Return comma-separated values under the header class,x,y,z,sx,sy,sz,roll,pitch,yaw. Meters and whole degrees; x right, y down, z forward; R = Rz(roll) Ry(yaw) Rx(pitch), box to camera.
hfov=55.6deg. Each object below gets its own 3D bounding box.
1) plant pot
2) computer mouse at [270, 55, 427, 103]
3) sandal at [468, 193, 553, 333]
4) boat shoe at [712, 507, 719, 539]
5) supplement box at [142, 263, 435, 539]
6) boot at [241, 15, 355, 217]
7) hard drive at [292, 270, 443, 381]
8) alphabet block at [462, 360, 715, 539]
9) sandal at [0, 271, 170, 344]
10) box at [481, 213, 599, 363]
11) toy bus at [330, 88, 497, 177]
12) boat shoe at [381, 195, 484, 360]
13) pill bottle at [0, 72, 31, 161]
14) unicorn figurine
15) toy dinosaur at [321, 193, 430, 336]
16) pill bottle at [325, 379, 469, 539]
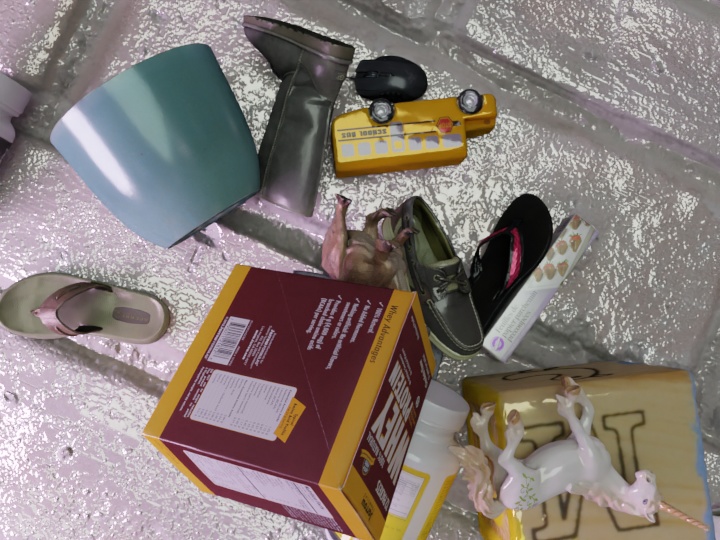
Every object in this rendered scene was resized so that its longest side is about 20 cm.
class,x,y,z,sx,sy,sz,roll,pitch,yaw
plant pot,-0.205,-0.123,0.756,0.200,0.201,0.162,-33,98,-4
computer mouse,-0.014,-0.245,0.846,0.198,0.034,0.059,5,87,-1
sandal,0.163,-0.005,0.817,0.075,0.045,0.201,30,87,41
boat shoe,0.504,0.285,0.813,0.199,0.071,0.070,-18,89,-2
supplement box,-0.055,0.121,0.660,0.199,0.133,0.198,8,55,23
boot,-0.096,-0.186,0.812,0.181,0.072,0.201,34,119,35
hard drive,-0.001,0.086,0.819,0.198,0.042,0.136,16,85,-2
alphabet block,0.235,0.210,0.748,0.198,0.195,0.198,-6,84,-4
sandal,-0.326,0.044,0.801,0.199,0.057,0.081,4,86,-2
box,0.214,0.021,0.834,0.039,0.041,0.200,37,85,0
toy bus,0.064,-0.165,0.828,0.198,0.065,0.079,-7,86,-3
boat shoe,0.088,0.005,0.790,0.071,0.066,0.202,-14,68,-28
pill bottle,-0.472,-0.144,0.779,0.113,0.114,0.201,29,86,0
unicorn figurine,0.189,0.174,0.624,0.198,0.074,0.138,-15,96,10
toy dinosaur,0.000,0.000,0.775,0.200,0.085,0.136,43,118,37
pill bottle,0.045,0.223,0.757,0.111,0.112,0.201,23,100,-1
